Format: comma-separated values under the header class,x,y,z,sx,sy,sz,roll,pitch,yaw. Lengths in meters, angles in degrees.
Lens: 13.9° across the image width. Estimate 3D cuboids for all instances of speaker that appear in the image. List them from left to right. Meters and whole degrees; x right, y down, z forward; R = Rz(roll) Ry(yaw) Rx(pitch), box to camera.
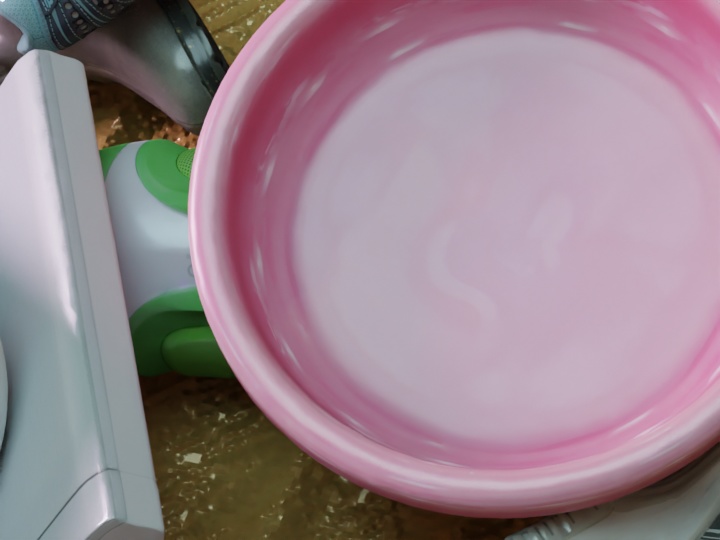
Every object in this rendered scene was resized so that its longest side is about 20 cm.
class,x,y,z,sx,sy,sz,roll,pitch,yaw
speaker,0.000,0.000,1.007,0.199,0.089,0.089,4,57,15

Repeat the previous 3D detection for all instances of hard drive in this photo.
class,x,y,z,sx,sy,sz,roll,pitch,yaw
hard drive,-0.118,0.042,0.971,0.027,0.132,0.200,16,42,-30

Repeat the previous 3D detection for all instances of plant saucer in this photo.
class,x,y,z,sx,sy,sz,roll,pitch,yaw
plant saucer,0.048,-0.015,0.926,0.200,0.051,0.201,-3,69,7

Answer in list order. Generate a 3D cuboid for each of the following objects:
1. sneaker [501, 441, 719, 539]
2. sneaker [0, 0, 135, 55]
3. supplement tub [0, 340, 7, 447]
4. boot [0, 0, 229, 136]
class,x,y,z,sx,sy,sz,roll,pitch,yaw
sneaker,0.122,0.093,0.937,0.200,0.076,0.088,-28,83,-18
sneaker,-0.150,-0.143,1.075,0.086,0.078,0.200,-45,48,-13
supplement tub,-0.210,0.021,0.968,0.140,0.141,0.200,-36,28,-13
boot,-0.136,-0.077,1.113,0.131,0.068,0.200,-40,49,-10
